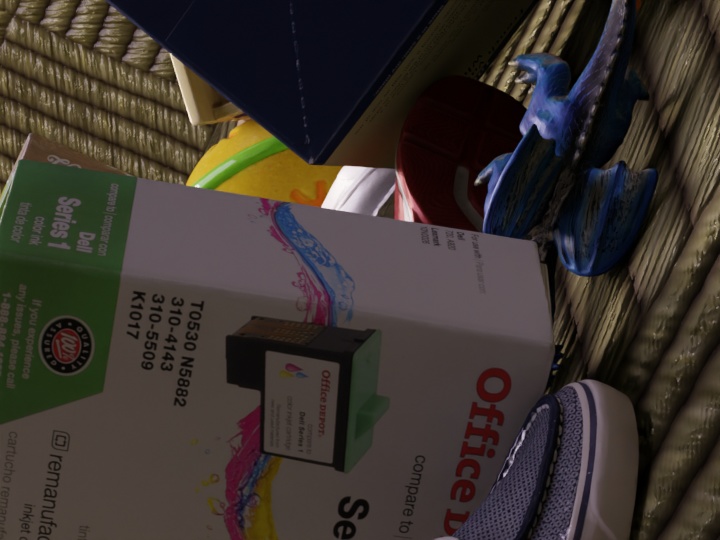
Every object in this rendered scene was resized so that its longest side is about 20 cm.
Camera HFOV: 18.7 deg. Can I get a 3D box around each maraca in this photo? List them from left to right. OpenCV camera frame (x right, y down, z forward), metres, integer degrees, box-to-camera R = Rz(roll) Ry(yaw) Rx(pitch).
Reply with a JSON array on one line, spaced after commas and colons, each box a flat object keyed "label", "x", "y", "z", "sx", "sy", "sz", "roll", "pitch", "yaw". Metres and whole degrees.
[{"label": "maraca", "x": -0.063, "y": -0.034, "z": 1.362, "sx": 0.137, "sy": 0.200, "sz": 0.107, "roll": 54, "pitch": -168, "yaw": -56}]

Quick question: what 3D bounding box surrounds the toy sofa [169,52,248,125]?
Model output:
[{"label": "toy sofa", "x": -0.013, "y": -0.154, "z": 1.309, "sx": 0.200, "sy": 0.083, "sz": 0.098, "roll": -17, "pitch": 0, "yaw": 30}]

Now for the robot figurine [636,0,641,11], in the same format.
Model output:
[{"label": "robot figurine", "x": 0.145, "y": -0.217, "z": 0.915, "sx": 0.145, "sy": 0.058, "sz": 0.200, "roll": 135, "pitch": 156, "yaw": -65}]

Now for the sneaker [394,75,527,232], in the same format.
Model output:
[{"label": "sneaker", "x": 0.027, "y": 0.006, "z": 1.004, "sx": 0.116, "sy": 0.078, "sz": 0.200, "roll": -57, "pitch": 12, "yaw": 43}]

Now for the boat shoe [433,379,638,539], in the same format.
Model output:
[{"label": "boat shoe", "x": 0.022, "y": 0.113, "z": 0.703, "sx": 0.075, "sy": 0.093, "sz": 0.200, "roll": 131, "pitch": 160, "yaw": -63}]

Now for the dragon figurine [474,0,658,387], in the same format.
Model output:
[{"label": "dragon figurine", "x": 0.079, "y": -0.035, "z": 0.846, "sx": 0.099, "sy": 0.059, "sz": 0.200, "roll": -83, "pitch": 14, "yaw": -55}]

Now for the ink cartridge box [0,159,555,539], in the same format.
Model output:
[{"label": "ink cartridge box", "x": -0.040, "y": 0.054, "z": 0.801, "sx": 0.084, "sy": 0.200, "sz": 0.145, "roll": -92, "pitch": 12, "yaw": -64}]

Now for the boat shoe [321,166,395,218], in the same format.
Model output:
[{"label": "boat shoe", "x": 0.000, "y": 0.000, "z": 1.212, "sx": 0.200, "sy": 0.072, "sz": 0.069, "roll": -47, "pitch": 50, "yaw": 11}]

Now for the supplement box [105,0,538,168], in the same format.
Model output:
[{"label": "supplement box", "x": 0.010, "y": -0.165, "z": 1.030, "sx": 0.200, "sy": 0.134, "sz": 0.200, "roll": -52, "pitch": -10, "yaw": 11}]

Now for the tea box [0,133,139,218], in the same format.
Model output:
[{"label": "tea box", "x": -0.112, "y": 0.064, "z": 1.083, "sx": 0.134, "sy": 0.200, "sz": 0.197, "roll": 160, "pitch": 132, "yaw": -79}]

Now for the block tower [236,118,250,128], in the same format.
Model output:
[{"label": "block tower", "x": 0.000, "y": -0.150, "z": 1.387, "sx": 0.200, "sy": 0.054, "sz": 0.058, "roll": -38, "pitch": 22, "yaw": 22}]
